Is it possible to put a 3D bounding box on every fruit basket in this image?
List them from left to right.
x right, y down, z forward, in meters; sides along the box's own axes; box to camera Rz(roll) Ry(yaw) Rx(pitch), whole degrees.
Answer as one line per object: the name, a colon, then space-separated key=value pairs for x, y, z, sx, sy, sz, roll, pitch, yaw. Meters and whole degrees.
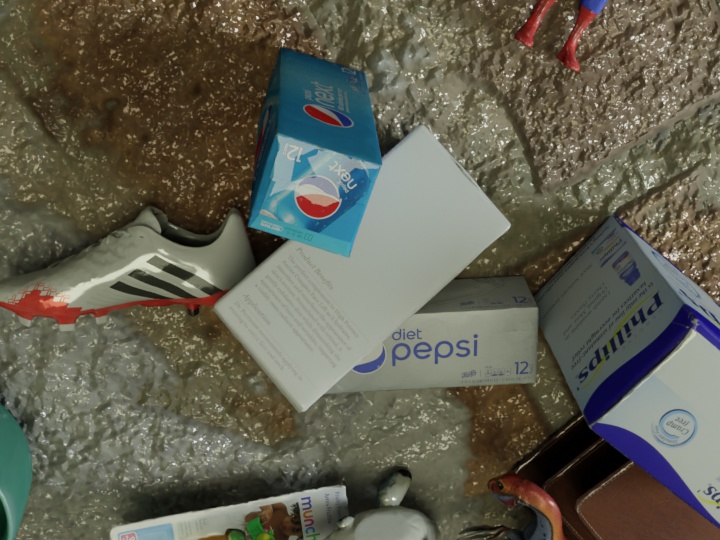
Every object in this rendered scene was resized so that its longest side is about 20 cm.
fruit basket: x=-0.100 y=0.282 z=0.966 sx=0.199 sy=0.094 sz=0.186 roll=-6 pitch=114 yaw=-4

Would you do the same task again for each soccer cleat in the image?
soccer cleat: x=-0.179 y=-0.006 z=0.854 sx=0.199 sy=0.069 sz=0.086 roll=-3 pitch=106 yaw=-6

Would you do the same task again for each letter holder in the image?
letter holder: x=0.239 y=0.223 z=0.966 sx=0.142 sy=0.101 sz=0.200 roll=-42 pitch=111 yaw=16

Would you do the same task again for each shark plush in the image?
shark plush: x=0.000 y=0.250 z=0.931 sx=0.091 sy=0.200 sz=0.083 roll=44 pitch=131 yaw=21

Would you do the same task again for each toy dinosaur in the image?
toy dinosaur: x=0.152 y=0.237 z=0.967 sx=0.199 sy=0.105 sz=0.182 roll=-13 pitch=132 yaw=-33

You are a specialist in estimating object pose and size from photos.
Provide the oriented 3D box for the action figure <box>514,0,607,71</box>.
action figure: x=0.180 y=-0.238 z=0.781 sx=0.065 sy=0.052 sz=0.201 roll=24 pitch=108 yaw=-10

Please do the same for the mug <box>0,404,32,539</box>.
mug: x=-0.341 y=0.149 z=0.883 sx=0.151 sy=0.115 sz=0.186 roll=-12 pitch=114 yaw=2

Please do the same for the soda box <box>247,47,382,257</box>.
soda box: x=-0.032 y=-0.085 z=0.749 sx=0.067 sy=0.200 sz=0.064 roll=16 pitch=113 yaw=-10

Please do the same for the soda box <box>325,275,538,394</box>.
soda box: x=0.038 y=0.050 z=0.891 sx=0.199 sy=0.064 sz=0.069 roll=-3 pitch=113 yaw=-2

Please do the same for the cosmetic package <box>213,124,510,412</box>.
cosmetic package: x=0.000 y=0.000 z=0.817 sx=0.200 sy=0.074 sz=0.102 roll=-40 pitch=88 yaw=-7

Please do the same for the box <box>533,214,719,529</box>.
box: x=0.241 y=0.080 z=0.844 sx=0.184 sy=0.200 sz=0.105 roll=37 pitch=106 yaw=-18
